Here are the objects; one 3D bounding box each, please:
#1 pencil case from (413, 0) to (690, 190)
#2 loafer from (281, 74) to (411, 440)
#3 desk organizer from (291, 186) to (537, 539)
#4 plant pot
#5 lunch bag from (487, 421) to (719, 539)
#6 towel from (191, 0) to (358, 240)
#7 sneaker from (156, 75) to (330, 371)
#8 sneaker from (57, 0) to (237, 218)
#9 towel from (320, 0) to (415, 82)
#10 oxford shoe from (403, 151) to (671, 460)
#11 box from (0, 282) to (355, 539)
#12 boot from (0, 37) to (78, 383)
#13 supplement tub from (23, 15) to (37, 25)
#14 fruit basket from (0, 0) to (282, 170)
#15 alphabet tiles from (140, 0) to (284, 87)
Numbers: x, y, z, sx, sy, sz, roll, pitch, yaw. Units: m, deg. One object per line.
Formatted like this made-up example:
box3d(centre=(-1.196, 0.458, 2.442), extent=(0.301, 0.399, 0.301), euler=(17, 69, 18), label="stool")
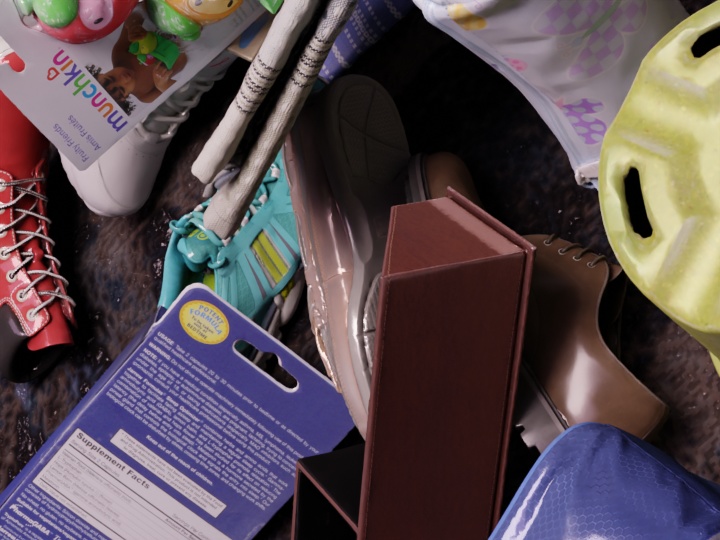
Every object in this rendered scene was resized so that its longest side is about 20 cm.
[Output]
box3d(centre=(0.096, -0.109, 0.717), extent=(0.091, 0.200, 0.083), euler=(-43, 50, 8), label="pencil case")
box3d(centre=(0.000, 0.000, 0.835), extent=(0.063, 0.072, 0.200), euler=(-16, 81, 48), label="loafer")
box3d(centre=(0.020, 0.071, 0.735), extent=(0.072, 0.077, 0.200), euler=(40, 133, 50), label="desk organizer")
box3d(centre=(0.193, -0.021, 0.627), extent=(0.200, 0.184, 0.201), euler=(-10, 72, 34), label="plant pot")
box3d(centre=(0.127, 0.156, 0.618), extent=(0.132, 0.200, 0.136), euler=(34, 93, 35), label="lunch bag")
box3d(centre=(-0.022, -0.134, 0.754), extent=(0.200, 0.035, 0.193), euler=(-60, 9, 32), label="towel")
box3d(centre=(-0.064, -0.019, 0.884), extent=(0.077, 0.080, 0.200), euler=(23, 91, 38), label="sneaker")
box3d(centre=(-0.119, -0.125, 0.951), extent=(0.099, 0.078, 0.200), euler=(18, 97, 35), label="sneaker")
box3d(centre=(0.008, -0.208, 0.924), extent=(0.200, 0.024, 0.145), euler=(-40, 59, 24), label="towel")
box3d(centre=(0.087, 0.011, 0.779), extent=(0.084, 0.073, 0.200), euler=(-35, 62, 8), label="oxford shoe")
box3d(centre=(-0.103, 0.106, 0.862), extent=(0.200, 0.121, 0.032), euler=(-48, 13, 17), label="box")
box3d(centre=(-0.205, -0.033, 0.977), extent=(0.144, 0.072, 0.200), euler=(47, 131, 34), label="boot")
box3d(centre=(-0.282, -0.175, 1.013), extent=(0.132, 0.200, 0.132), euler=(-11, 70, 34), label="supplement tub")
box3d(centre=(-0.116, -0.163, 0.818), extent=(0.200, 0.185, 0.094), euler=(-45, 49, -6), label="fruit basket")
box3d(centre=(-0.096, -0.209, 0.928), extent=(0.166, 0.006, 0.200), euler=(27, 80, 20), label="alphabet tiles")
